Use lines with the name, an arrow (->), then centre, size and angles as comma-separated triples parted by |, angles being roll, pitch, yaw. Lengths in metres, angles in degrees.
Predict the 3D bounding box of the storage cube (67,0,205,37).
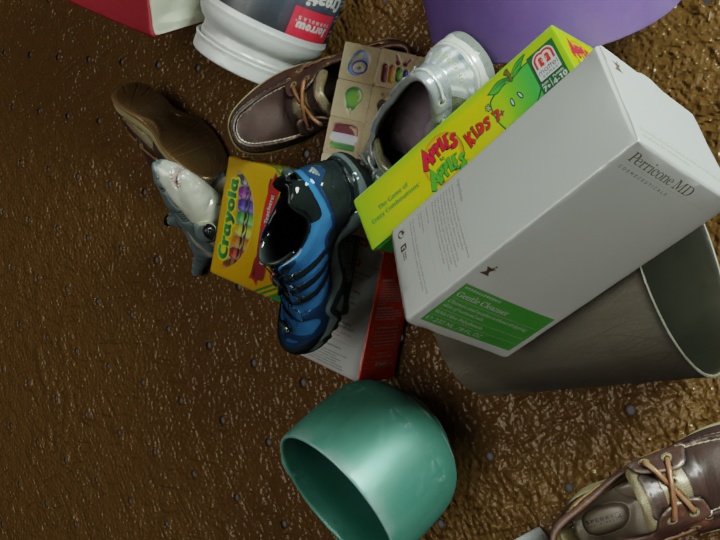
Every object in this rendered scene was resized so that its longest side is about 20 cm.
storage cube -> -0.218, -0.377, 0.948 | 0.179, 0.170, 0.202 | 29, 131, 36

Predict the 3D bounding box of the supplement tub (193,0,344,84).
supplement tub -> -0.080, -0.302, 0.880 | 0.140, 0.140, 0.201 | 40, 115, 32

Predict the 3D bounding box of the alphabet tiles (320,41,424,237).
alphabet tiles -> 0.065, -0.102, 0.770 | 0.198, 0.008, 0.169 | 13, 94, 4

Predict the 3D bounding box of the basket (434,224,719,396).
basket -> 0.166, 0.023, 0.688 | 0.199, 0.135, 0.182 | -27, 60, 41

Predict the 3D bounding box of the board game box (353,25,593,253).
board game box -> 0.099, -0.081, 0.630 | 0.200, 0.101, 0.048 | -39, 59, 34

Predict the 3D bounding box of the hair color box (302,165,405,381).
hair color box -> 0.000, 0.000, 0.869 | 0.101, 0.061, 0.202 | 20, 104, 40

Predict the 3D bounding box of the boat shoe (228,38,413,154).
boat shoe -> -0.039, -0.170, 0.826 | 0.198, 0.072, 0.073 | -20, 97, 4

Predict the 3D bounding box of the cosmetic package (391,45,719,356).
cosmetic package -> 0.124, -0.036, 0.570 | 0.200, 0.107, 0.086 | -41, 42, 38

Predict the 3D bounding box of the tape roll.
tape roll -> 0.140, -0.239, 0.651 | 0.199, 0.200, 0.086 | 14, 135, 39

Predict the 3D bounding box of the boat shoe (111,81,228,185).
boat shoe -> -0.237, -0.156, 1.073 | 0.199, 0.072, 0.072 | 38, 144, 22

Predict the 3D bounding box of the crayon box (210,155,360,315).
crayon box -> -0.086, -0.041, 0.874 | 0.199, 0.050, 0.129 | 19, 102, 43

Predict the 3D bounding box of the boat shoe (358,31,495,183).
boat shoe -> 0.037, -0.103, 0.678 | 0.075, 0.065, 0.202 | 51, 150, 7

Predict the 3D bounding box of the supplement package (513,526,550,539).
supplement package -> 0.102, 0.314, 0.698 | 0.122, 0.199, 0.120 | 51, 120, 26

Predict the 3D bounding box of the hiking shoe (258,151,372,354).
hiking shoe -> -0.056, -0.009, 0.737 | 0.074, 0.086, 0.202 | 41, 131, 37

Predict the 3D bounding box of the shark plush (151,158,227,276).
shark plush -> -0.188, -0.060, 0.988 | 0.082, 0.200, 0.092 | 14, 71, 1

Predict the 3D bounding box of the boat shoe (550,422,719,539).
boat shoe -> 0.230, 0.171, 0.649 | 0.199, 0.072, 0.073 | -32, 70, 35

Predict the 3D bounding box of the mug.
mug -> 0.005, 0.172, 0.814 | 0.184, 0.114, 0.153 | 35, 148, 31
